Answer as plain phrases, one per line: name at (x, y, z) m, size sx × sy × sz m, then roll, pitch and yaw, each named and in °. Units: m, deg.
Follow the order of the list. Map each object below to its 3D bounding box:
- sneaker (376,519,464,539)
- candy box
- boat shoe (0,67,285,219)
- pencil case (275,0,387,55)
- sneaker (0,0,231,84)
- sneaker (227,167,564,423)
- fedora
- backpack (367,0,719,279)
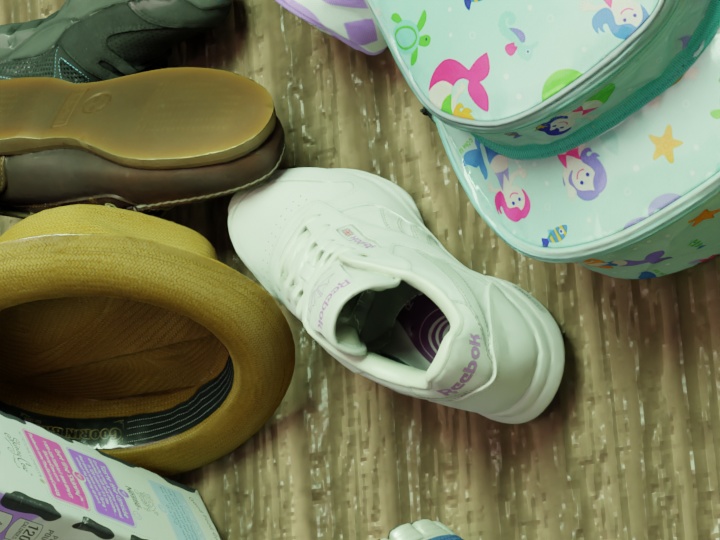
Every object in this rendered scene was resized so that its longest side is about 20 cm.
sneaker at (0.009, 0.214, 0.779) m, size 0.089 × 0.078 × 0.201 m, roll 30°, pitch 95°, yaw 35°
candy box at (-0.185, 0.157, 0.846) m, size 0.168 × 0.200 × 0.072 m, roll -50°, pitch 43°, yaw 13°
boat shoe at (-0.121, -0.059, 0.906) m, size 0.199 × 0.070 × 0.070 m, roll 5°, pitch 46°, yaw 30°
pencil case at (0.027, -0.197, 0.838) m, size 0.200 × 0.084 × 0.086 m, roll -53°, pitch 32°, yaw 17°
sneaker at (-0.140, -0.111, 0.966) m, size 0.200 × 0.073 × 0.082 m, roll -15°, pitch 95°, yaw 37°
sneaker at (0.000, 0.000, 0.811) m, size 0.200 × 0.099 × 0.075 m, roll 30°, pitch 102°, yaw 38°
fedora at (-0.130, 0.024, 0.873) m, size 0.200 × 0.200 × 0.082 m, roll -30°, pitch 41°, yaw 30°
backpack at (0.100, -0.102, 0.727) m, size 0.177 × 0.150 × 0.201 m, roll -32°, pitch 70°, yaw 26°
